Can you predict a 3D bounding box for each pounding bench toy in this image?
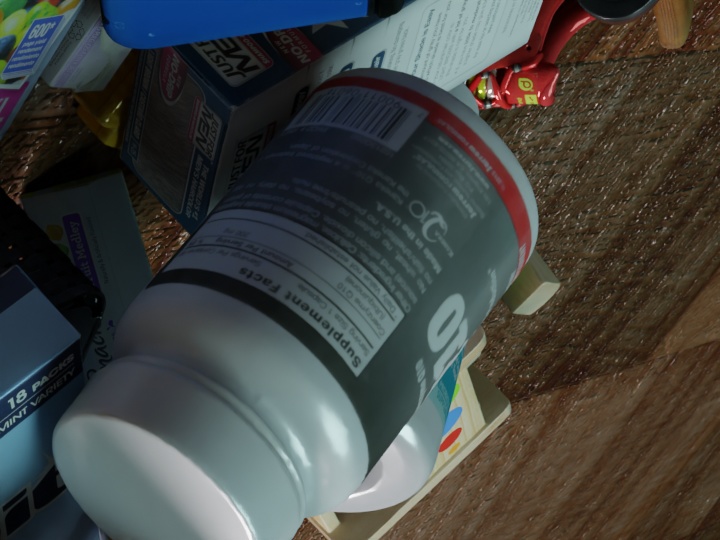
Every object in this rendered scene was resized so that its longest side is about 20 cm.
[{"bbox_3d":[0.015,0.028,1.536,0.200,0.124,0.156,-42,160,-8],"label":"pounding bench toy"}]

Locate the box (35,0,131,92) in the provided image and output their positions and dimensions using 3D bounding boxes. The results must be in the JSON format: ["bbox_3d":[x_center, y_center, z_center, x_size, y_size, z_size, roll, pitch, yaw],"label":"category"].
[{"bbox_3d":[-0.069,-0.157,1.117,0.200,0.041,0.039,-53,159,19],"label":"box"}]

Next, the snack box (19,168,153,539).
[{"bbox_3d":[-0.103,0.077,1.282,0.053,0.201,0.142,-15,154,-8],"label":"snack box"}]

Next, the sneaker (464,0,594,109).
[{"bbox_3d":[0.057,-0.105,1.410,0.200,0.085,0.077,-40,159,-15],"label":"sneaker"}]

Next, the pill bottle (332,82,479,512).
[{"bbox_3d":[0.000,0.000,1.297,0.111,0.110,0.200,102,3,-57],"label":"pill bottle"}]

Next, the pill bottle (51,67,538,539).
[{"bbox_3d":[-0.025,0.023,1.125,0.200,0.114,0.114,-52,167,-33],"label":"pill bottle"}]

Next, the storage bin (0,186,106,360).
[{"bbox_3d":[-0.215,0.051,1.160,0.200,0.094,0.135,-25,152,-43],"label":"storage bin"}]

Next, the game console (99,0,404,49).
[{"bbox_3d":[-0.023,-0.190,1.061,0.170,0.119,0.200,-9,152,-6],"label":"game console"}]

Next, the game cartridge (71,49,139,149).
[{"bbox_3d":[-0.026,-0.129,1.276,0.200,0.032,0.176,-51,160,13],"label":"game cartridge"}]

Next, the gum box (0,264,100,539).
[{"bbox_3d":[-0.182,0.106,1.130,0.170,0.045,0.200,-37,159,-21],"label":"gum box"}]

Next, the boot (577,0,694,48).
[{"bbox_3d":[0.134,-0.162,1.369,0.068,0.189,0.200,-2,155,7],"label":"boot"}]

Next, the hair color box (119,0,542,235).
[{"bbox_3d":[-0.006,-0.104,1.237,0.200,0.061,0.100,-33,158,-29],"label":"hair color box"}]

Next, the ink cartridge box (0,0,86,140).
[{"bbox_3d":[-0.135,-0.125,1.053,0.119,0.042,0.200,-15,143,-56],"label":"ink cartridge box"}]
